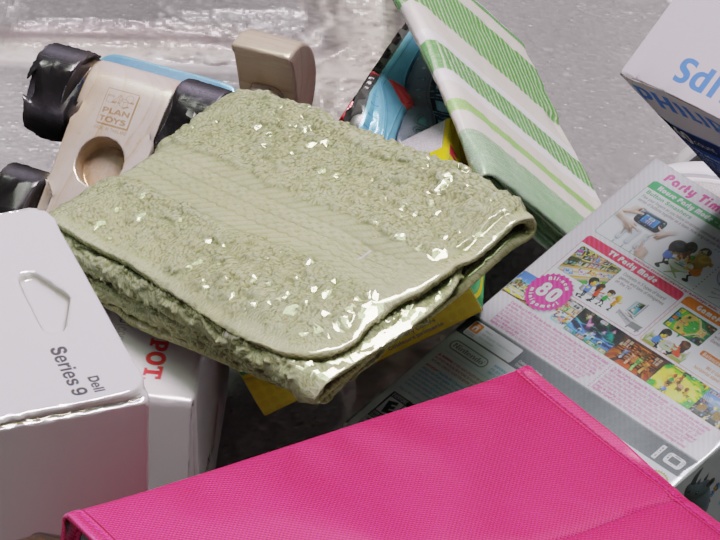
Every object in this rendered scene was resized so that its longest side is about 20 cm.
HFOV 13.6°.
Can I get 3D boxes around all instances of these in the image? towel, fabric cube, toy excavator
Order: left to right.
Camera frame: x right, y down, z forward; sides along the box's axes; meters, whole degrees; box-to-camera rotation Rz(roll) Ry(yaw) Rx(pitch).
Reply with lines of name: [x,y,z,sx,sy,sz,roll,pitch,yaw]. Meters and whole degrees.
toy excavator: [-0.093,-0.055,1.525,0.099,0.200,0.196,15,77,17]
towel: [-0.035,-0.017,1.306,0.148,0.037,0.199,-37,41,-29]
fabric cube: [0.028,0.182,1.037,0.198,0.197,0.200,-15,34,-32]
towel: [0.067,-0.081,1.517,0.023,0.152,0.201,-36,48,16]

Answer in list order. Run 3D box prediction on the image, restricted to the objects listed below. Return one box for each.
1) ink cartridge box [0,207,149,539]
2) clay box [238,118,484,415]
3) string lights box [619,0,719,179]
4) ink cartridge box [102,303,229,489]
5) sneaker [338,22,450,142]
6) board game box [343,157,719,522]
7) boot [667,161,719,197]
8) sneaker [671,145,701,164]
ink cartridge box: [-0.140,0.098,1.151,0.084,0.201,0.146,-10,33,-20]
clay box: [0.000,0.000,1.404,0.114,0.048,0.200,-26,17,13]
string lights box: [0.209,-0.040,1.315,0.059,0.200,0.103,-53,43,-4]
ink cartridge box: [-0.162,0.046,1.351,0.199,0.085,0.145,5,31,2]
sneaker: [0.038,-0.067,1.598,0.095,0.079,0.200,33,29,-1]
board game box: [0.116,0.057,1.321,0.200,0.064,0.147,-39,48,-19]
boot: [0.197,0.010,1.461,0.199,0.074,0.095,23,29,27]
sneaker: [0.257,-0.026,1.530,0.199,0.071,0.099,8,26,0]
